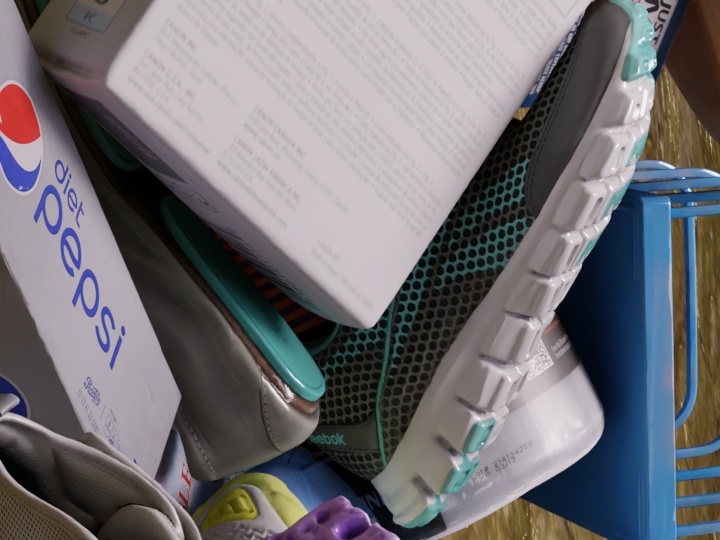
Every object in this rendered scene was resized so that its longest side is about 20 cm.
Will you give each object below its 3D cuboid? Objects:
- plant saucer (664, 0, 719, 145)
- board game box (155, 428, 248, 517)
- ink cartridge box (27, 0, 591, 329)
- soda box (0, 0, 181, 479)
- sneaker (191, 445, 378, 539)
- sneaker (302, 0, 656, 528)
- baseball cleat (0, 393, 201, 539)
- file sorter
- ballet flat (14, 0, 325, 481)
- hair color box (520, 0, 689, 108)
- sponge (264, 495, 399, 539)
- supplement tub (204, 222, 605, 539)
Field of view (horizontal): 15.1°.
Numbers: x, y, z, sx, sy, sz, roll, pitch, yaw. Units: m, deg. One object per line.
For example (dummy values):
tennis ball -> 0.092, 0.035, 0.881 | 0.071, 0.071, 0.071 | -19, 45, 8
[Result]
plant saucer -> 0.127, -0.125, 1.066 | 0.200, 0.032, 0.200 | 156, -90, -88
board game box -> -0.061, 0.149, 0.981 | 0.200, 0.041, 0.200 | 64, 26, -50
ink cartridge box -> 0.002, -0.103, 0.873 | 0.200, 0.047, 0.160 | -57, 137, -11
soda box -> -0.118, -0.008, 0.811 | 0.068, 0.063, 0.200 | -75, 153, -46
sneaker -> -0.003, 0.149, 0.970 | 0.105, 0.076, 0.200 | -67, 146, -59
sneaker -> 0.032, -0.013, 0.946 | 0.200, 0.091, 0.078 | -62, 172, 7
baseball cleat -> -0.078, 0.127, 0.781 | 0.200, 0.106, 0.070 | 61, 33, -20
file sorter -> 0.128, 0.027, 1.140 | 0.200, 0.123, 0.139 | -163, -110, -68
ballet flat -> -0.086, -0.019, 0.910 | 0.200, 0.064, 0.067 | 58, 15, 1
hair color box -> 0.010, -0.106, 0.970 | 0.100, 0.200, 0.061 | 50, -48, 40
sponge -> -0.066, 0.155, 0.746 | 0.200, 0.030, 0.112 | -31, 132, -22
supplement tub -> 0.000, 0.000, 1.046 | 0.200, 0.122, 0.123 | 64, 18, -3
